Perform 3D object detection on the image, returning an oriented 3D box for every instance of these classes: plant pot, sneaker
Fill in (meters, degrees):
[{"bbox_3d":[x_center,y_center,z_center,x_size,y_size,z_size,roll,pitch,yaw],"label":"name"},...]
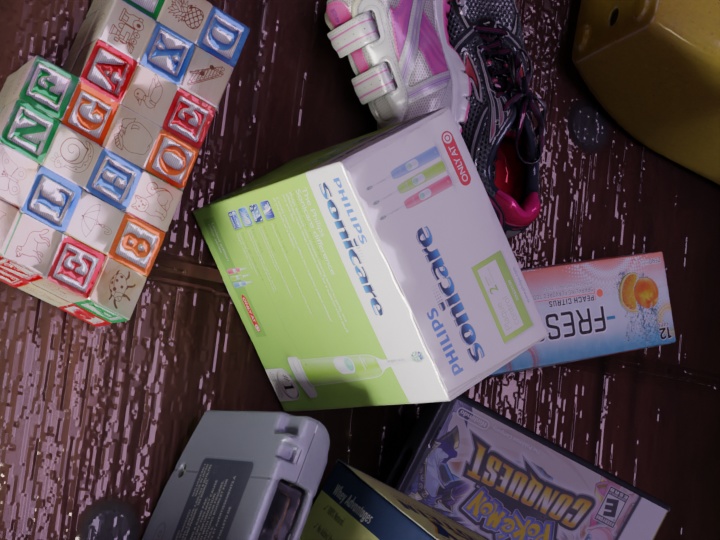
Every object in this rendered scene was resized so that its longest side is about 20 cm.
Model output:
[{"bbox_3d":[0.268,-0.185,1.158,0.198,0.195,0.196,16,77,-21],"label":"plant pot"},{"bbox_3d":[0.095,-0.120,1.112,0.080,0.074,0.202,-2,85,-30],"label":"sneaker"},{"bbox_3d":[0.016,-0.148,1.073,0.087,0.081,0.202,5,74,-28],"label":"sneaker"}]

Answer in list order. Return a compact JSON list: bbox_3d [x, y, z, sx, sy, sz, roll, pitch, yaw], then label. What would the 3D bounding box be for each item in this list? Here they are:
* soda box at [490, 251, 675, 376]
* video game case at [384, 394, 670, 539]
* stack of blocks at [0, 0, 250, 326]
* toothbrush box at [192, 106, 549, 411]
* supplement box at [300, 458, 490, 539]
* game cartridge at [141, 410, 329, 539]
[{"bbox_3d":[0.121,0.032,1.117,0.198,0.063,0.069,-7,88,-29],"label":"soda box"},{"bbox_3d":[0.090,0.197,1.074,0.199,0.025,0.182,29,89,-24],"label":"video game case"},{"bbox_3d":[-0.160,-0.083,0.970,0.115,0.058,0.202,29,71,-24],"label":"stack of blocks"},{"bbox_3d":[0.000,0.000,0.973,0.086,0.199,0.147,-29,98,-28],"label":"toothbrush box"},{"bbox_3d":[0.024,0.250,0.934,0.134,0.200,0.201,30,88,-24],"label":"supplement box"},{"bbox_3d":[-0.092,0.179,0.938,0.041,0.133,0.202,28,73,-24],"label":"game cartridge"}]
